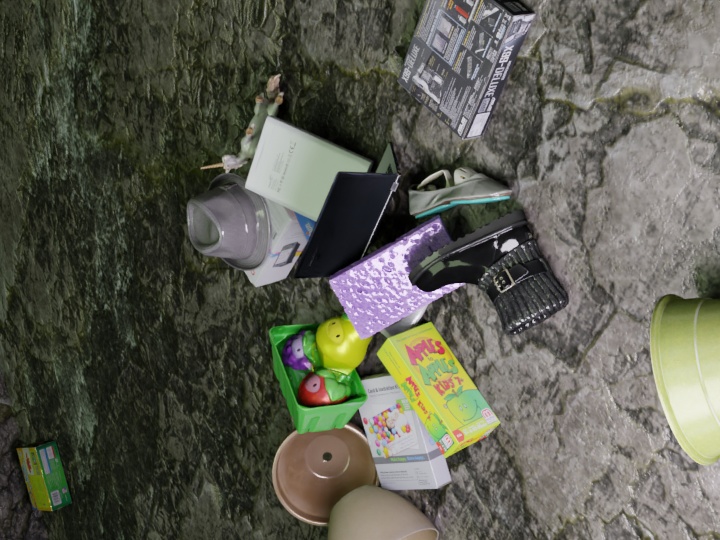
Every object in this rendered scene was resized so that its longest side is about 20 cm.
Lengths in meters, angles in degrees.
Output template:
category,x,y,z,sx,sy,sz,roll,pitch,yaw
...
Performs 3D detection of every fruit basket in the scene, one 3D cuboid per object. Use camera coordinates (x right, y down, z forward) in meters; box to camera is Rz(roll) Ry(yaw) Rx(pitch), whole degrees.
category,x,y,z,sx,sy,sz,roll,pitch,yaw
fruit basket,-0.064,0.155,1.718,0.215,0.153,0.220,177,90,-66

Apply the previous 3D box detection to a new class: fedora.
category,x,y,z,sx,sy,sz,roll,pitch,yaw
fedora,-0.256,-0.084,1.791,0.199,0.089,0.180,32,124,43

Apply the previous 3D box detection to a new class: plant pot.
category,x,y,z,sx,sy,sz,roll,pitch,yaw
plant pot,-0.063,0.359,1.808,0.093,0.197,0.205,-100,3,-78
plant pot,0.456,0.103,1.094,0.188,0.199,0.203,-19,88,37
plant pot,0.019,0.457,1.704,0.135,0.198,0.202,54,137,31

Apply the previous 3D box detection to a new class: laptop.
category,x,y,z,sx,sy,sz,roll,pitch,yaw
laptop,-0.025,-0.098,1.529,0.201,0.114,0.189,-99,31,-59

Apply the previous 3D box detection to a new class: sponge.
category,x,y,z,sx,sy,sz,roll,pitch,yaw
sponge,0.061,0.012,1.508,0.198,0.030,0.113,-29,106,9

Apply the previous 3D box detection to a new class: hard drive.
category,x,y,z,sx,sy,sz,roll,pitch,yaw
hard drive,-0.089,-0.163,1.661,0.198,0.027,0.134,25,108,12

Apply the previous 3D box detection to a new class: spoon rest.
category,x,y,z,sx,sy,sz,roll,pitch,yaw
spoon rest,0.092,0.019,1.583,0.099,0.060,0.202,39,116,37

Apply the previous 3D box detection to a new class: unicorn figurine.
category,x,y,z,sx,sy,sz,roll,pitch,yaw
unicorn figurine,-0.192,-0.248,1.754,0.074,0.201,0.137,39,167,-8

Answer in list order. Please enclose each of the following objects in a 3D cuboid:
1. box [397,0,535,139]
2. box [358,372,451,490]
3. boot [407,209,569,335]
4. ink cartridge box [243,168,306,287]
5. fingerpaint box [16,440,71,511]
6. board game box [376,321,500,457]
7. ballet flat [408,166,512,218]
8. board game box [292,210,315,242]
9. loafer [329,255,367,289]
category,x,y,z,sx,sy,sz,roll,pitch,yaw
box,0.145,-0.316,1.402,0.158,0.049,0.202,46,133,30
box,0.069,0.278,1.700,0.155,0.041,0.203,-16,88,51
boot,0.180,0.025,1.409,0.209,0.079,0.160,-28,80,25
ink cartridge box,-0.166,-0.092,1.816,0.149,0.085,0.201,58,140,21
fingerpaint box,-0.982,0.636,3.036,0.166,0.073,0.203,-15,90,50
board game box,0.123,0.186,1.556,0.201,0.101,0.048,56,138,20
ballet flat,0.141,-0.123,1.461,0.198,0.067,0.065,-10,88,50
board game box,-0.066,-0.113,1.694,0.202,0.102,0.019,65,-176,11
loafer,0.000,0.000,1.640,0.199,0.071,0.064,168,114,-67
